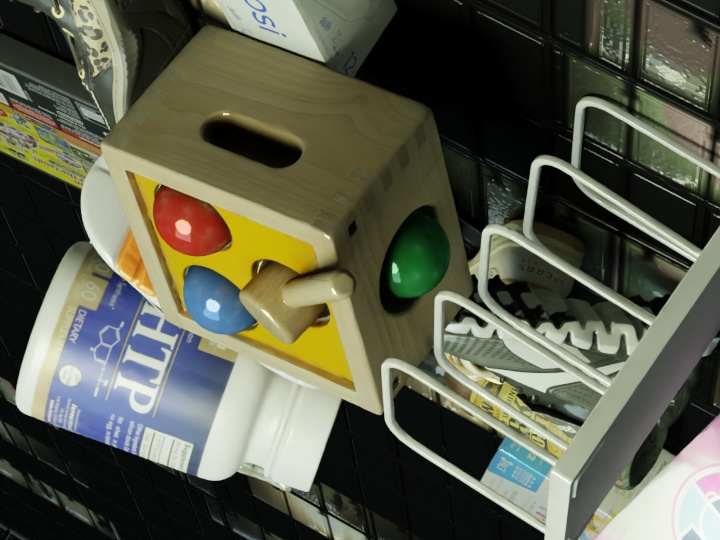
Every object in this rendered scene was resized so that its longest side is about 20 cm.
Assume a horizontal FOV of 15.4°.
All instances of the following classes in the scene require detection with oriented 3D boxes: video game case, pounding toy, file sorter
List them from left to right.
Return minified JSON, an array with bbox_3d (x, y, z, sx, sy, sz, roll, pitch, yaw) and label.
[{"bbox_3d":[-0.209,-0.104,1.946,0.199,0.026,0.181,25,160,23],"label":"video game case"},{"bbox_3d":[-0.034,-0.015,1.440,0.199,0.142,0.184,23,149,28],"label":"pounding toy"},{"bbox_3d":[0.117,0.026,1.449,0.124,0.200,0.139,33,163,14],"label":"file sorter"}]

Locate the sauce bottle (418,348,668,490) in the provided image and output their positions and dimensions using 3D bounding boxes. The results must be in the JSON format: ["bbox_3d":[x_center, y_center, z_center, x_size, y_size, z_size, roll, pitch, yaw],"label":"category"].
[{"bbox_3d":[0.111,0.085,1.826,0.199,0.065,0.065,24,160,25],"label":"sauce bottle"}]

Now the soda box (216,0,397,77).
[{"bbox_3d":[-0.048,-0.180,1.405,0.068,0.064,0.200,22,159,30],"label":"soda box"}]

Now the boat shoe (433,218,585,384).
[{"bbox_3d":[0.082,0.035,1.684,0.073,0.069,0.200,20,154,-4],"label":"boat shoe"}]

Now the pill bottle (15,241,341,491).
[{"bbox_3d":[-0.112,0.068,1.728,0.199,0.120,0.120,19,162,0],"label":"pill bottle"}]

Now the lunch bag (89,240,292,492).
[{"bbox_3d":[-0.108,0.034,1.846,0.199,0.118,0.164,22,124,5],"label":"lunch bag"}]

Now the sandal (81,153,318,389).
[{"bbox_3d":[-0.095,0.007,1.671,0.206,0.079,0.059,40,162,-8],"label":"sandal"}]

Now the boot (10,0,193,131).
[{"bbox_3d":[-0.188,-0.168,1.647,0.150,0.073,0.200,25,152,24],"label":"boot"}]

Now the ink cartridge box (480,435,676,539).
[{"bbox_3d":[0.191,0.167,1.898,0.200,0.068,0.115,31,162,6],"label":"ink cartridge box"}]

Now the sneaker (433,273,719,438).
[{"bbox_3d":[0.114,0.057,1.571,0.199,0.091,0.067,5,-159,-14],"label":"sneaker"}]

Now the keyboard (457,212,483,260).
[{"bbox_3d":[0.023,-0.026,1.730,0.200,0.040,0.104,35,162,-4],"label":"keyboard"}]

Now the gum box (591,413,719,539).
[{"bbox_3d":[0.234,0.146,1.553,0.114,0.200,0.066,52,-148,18],"label":"gum box"}]
